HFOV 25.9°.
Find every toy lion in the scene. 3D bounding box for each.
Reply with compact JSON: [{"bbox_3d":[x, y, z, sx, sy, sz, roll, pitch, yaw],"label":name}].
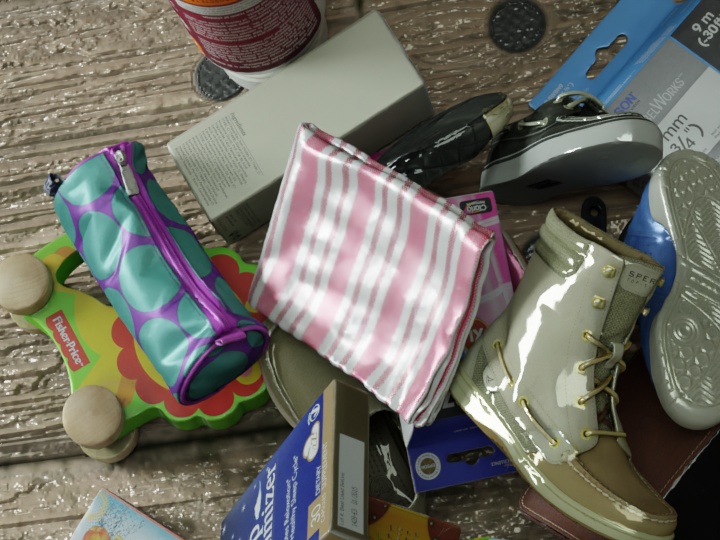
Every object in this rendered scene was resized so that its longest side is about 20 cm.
[{"bbox_3d":[-0.161,0.042,1.218,0.190,0.069,0.201,-31,70,-7],"label":"toy lion"}]

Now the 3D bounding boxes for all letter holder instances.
[{"bbox_3d":[0.225,0.136,1.096,0.200,0.142,0.101,-48,114,-10],"label":"letter holder"}]

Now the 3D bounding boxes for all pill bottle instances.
[{"bbox_3d":[-0.090,-0.221,1.205,0.113,0.200,0.116,-3,72,9],"label":"pill bottle"}]

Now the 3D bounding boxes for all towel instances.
[{"bbox_3d":[0.000,0.000,1.087,0.199,0.030,0.148,33,114,37],"label":"towel"}]

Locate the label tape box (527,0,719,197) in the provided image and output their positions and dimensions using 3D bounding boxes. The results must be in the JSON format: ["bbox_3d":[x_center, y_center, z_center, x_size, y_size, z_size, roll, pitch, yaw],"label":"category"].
[{"bbox_3d":[0.244,-0.129,1.188,0.200,0.063,0.144,40,83,18],"label":"label tape box"}]

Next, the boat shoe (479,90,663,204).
[{"bbox_3d":[0.147,-0.096,1.134,0.070,0.199,0.065,12,79,-26],"label":"boat shoe"}]

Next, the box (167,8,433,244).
[{"bbox_3d":[-0.046,-0.112,1.234,0.199,0.068,0.083,-31,71,0],"label":"box"}]

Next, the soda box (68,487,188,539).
[{"bbox_3d":[-0.118,0.239,1.141,0.199,0.068,0.064,30,79,17],"label":"soda box"}]

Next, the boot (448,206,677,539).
[{"bbox_3d":[0.154,0.066,1.000,0.200,0.072,0.156,44,112,41],"label":"boot"}]

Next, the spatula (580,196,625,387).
[{"bbox_3d":[0.173,0.041,1.171,0.056,0.021,0.203,3,71,-2],"label":"spatula"}]

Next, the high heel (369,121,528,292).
[{"bbox_3d":[0.063,-0.014,1.187,0.096,0.067,0.201,-37,73,5],"label":"high heel"}]

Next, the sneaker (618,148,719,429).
[{"bbox_3d":[0.218,0.029,1.084,0.076,0.112,0.202,4,62,-8],"label":"sneaker"}]

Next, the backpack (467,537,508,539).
[{"bbox_3d":[0.113,0.272,1.040,0.163,0.154,0.200,-44,102,-5],"label":"backpack"}]

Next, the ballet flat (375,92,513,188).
[{"bbox_3d":[0.035,-0.061,1.161,0.199,0.067,0.057,-39,105,7],"label":"ballet flat"}]

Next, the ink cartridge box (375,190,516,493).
[{"bbox_3d":[0.066,0.049,1.113,0.093,0.037,0.203,-9,86,-15],"label":"ink cartridge box"}]

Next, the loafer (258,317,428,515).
[{"bbox_3d":[-0.007,0.108,1.149,0.075,0.068,0.201,-29,77,-22],"label":"loafer"}]

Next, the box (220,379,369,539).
[{"bbox_3d":[-0.054,0.178,1.009,0.032,0.201,0.122,21,39,-18],"label":"box"}]

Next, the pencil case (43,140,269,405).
[{"bbox_3d":[-0.150,-0.001,1.158,0.084,0.093,0.201,-23,65,-32],"label":"pencil case"}]

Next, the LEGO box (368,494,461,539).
[{"bbox_3d":[-0.018,0.252,1.011,0.076,0.149,0.202,20,73,-15],"label":"LEGO box"}]
